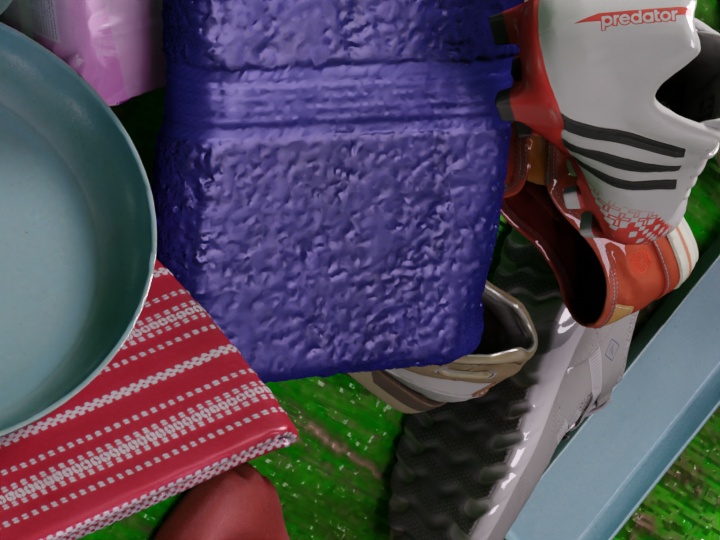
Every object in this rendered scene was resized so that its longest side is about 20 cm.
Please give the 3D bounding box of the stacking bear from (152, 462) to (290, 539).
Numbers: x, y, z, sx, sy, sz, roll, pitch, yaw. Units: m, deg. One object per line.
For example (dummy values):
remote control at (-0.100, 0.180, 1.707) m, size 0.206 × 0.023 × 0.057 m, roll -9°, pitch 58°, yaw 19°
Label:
stacking bear at (-0.006, 0.184, 1.107) m, size 0.114 × 0.200 × 0.122 m, roll -48°, pitch 131°, yaw -12°

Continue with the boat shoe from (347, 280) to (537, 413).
boat shoe at (0.000, 0.000, 1.107) m, size 0.200 × 0.068 × 0.075 m, roll 29°, pitch 53°, yaw -49°

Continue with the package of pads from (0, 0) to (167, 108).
package of pads at (-0.080, -0.172, 0.981) m, size 0.120 × 0.076 × 0.201 m, roll -21°, pitch 120°, yaw -29°

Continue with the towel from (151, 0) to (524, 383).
towel at (-0.012, -0.058, 1.002) m, size 0.147 × 0.050 × 0.201 m, roll -4°, pitch 112°, yaw -25°

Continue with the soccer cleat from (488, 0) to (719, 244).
soccer cleat at (0.113, -0.058, 1.017) m, size 0.200 × 0.085 × 0.069 m, roll 40°, pitch 45°, yaw -64°

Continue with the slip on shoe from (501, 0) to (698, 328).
slip on shoe at (0.068, -0.059, 1.123) m, size 0.061 × 0.074 × 0.200 m, roll -43°, pitch 110°, yaw -19°

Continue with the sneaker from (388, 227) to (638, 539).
sneaker at (0.085, 0.059, 1.211) m, size 0.082 × 0.075 × 0.201 m, roll 29°, pitch 88°, yaw -41°

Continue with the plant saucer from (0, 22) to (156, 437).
plant saucer at (-0.170, -0.014, 0.916) m, size 0.199 × 0.200 × 0.027 m, roll -24°, pitch 153°, yaw -29°

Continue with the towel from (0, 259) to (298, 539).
towel at (-0.134, 0.019, 0.942) m, size 0.144 × 0.200 × 0.023 m, roll -23°, pitch 144°, yaw -31°

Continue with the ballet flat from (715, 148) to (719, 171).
ballet flat at (0.218, -0.031, 1.273) m, size 0.200 × 0.068 × 0.068 m, roll 42°, pitch 42°, yaw -43°

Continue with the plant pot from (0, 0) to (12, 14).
plant pot at (-0.209, -0.145, 0.823) m, size 0.195 × 0.200 × 0.202 m, roll 1°, pitch 108°, yaw -47°

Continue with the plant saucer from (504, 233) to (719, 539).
plant saucer at (0.140, 0.065, 1.298) m, size 0.200 × 0.019 × 0.070 m, roll -50°, pitch 131°, yaw -12°
